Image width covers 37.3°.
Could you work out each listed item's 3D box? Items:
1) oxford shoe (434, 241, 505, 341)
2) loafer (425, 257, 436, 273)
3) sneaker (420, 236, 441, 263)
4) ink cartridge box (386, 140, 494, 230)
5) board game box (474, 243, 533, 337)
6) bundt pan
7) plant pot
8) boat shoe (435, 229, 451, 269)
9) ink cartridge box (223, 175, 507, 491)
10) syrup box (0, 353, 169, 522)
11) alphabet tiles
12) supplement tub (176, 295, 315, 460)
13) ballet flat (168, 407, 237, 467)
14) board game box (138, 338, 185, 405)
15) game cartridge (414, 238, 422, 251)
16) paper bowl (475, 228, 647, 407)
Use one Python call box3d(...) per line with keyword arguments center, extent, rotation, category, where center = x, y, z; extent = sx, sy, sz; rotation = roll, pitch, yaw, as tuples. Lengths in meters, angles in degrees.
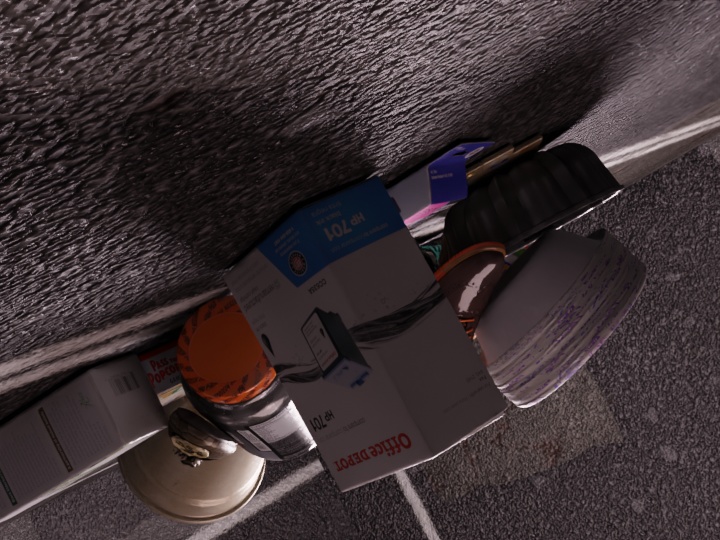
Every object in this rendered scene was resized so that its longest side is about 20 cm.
box3d(center=(0.099, 0.053, 1.071), extent=(0.071, 0.073, 0.200), rotation=(1, 137, -26), category="oxford shoe")
box3d(center=(0.046, 0.033, 1.137), extent=(0.073, 0.073, 0.200), rotation=(-27, 174, 25), category="loafer")
box3d(center=(0.087, -0.003, 1.424), extent=(0.200, 0.078, 0.091), rotation=(-27, 171, -30), category="sneaker")
box3d(center=(0.026, -0.047, 0.916), extent=(0.200, 0.037, 0.095), rotation=(-33, 173, 24), category="ink cartridge box")
box3d(center=(0.145, 0.030, 1.313), extent=(0.200, 0.030, 0.096), rotation=(-43, -150, 11), category="board game box")
box3d(center=(0.172, -0.070, 1.135), extent=(0.201, 0.076, 0.202), rotation=(-29, 175, -3), category="bundt pan")
box3d(center=(-0.184, 0.188, 1.328), extent=(0.200, 0.201, 0.184), rotation=(-24, 163, -37), category="plant pot")
box3d(center=(0.115, 0.006, 1.280), extent=(0.068, 0.072, 0.200), rotation=(-51, -164, 32), category="boat shoe")
box3d(center=(0.000, 0.052, 0.816), extent=(0.086, 0.200, 0.146), rotation=(-24, 173, -36), category="ink cartridge box")
box3d(center=(-0.289, 0.164, 1.025), extent=(0.200, 0.082, 0.079), rotation=(-30, 175, 24), category="syrup box")
box3d(center=(0.107, -0.087, 1.093), extent=(0.166, 0.006, 0.200), rotation=(-28, 175, 3), category="alphabet tiles")
box3d(center=(-0.099, 0.104, 1.029), extent=(0.122, 0.123, 0.200), rotation=(-28, 154, -1), category="supplement tub")
box3d(center=(-0.158, 0.164, 1.014), extent=(0.046, 0.067, 0.200), rotation=(-55, -177, -13), category="ballet flat")
box3d(center=(-0.194, 0.107, 1.155), extent=(0.200, 0.046, 0.151), rotation=(-25, 173, -38), category="board game box")
box3d(center=(0.000, 0.000, 1.185), extent=(0.133, 0.041, 0.200), rotation=(-23, 175, 8), category="game cartridge")
box3d(center=(0.196, 0.037, 1.122), extent=(0.201, 0.104, 0.201), rotation=(-49, 179, -1), category="paper bowl")
